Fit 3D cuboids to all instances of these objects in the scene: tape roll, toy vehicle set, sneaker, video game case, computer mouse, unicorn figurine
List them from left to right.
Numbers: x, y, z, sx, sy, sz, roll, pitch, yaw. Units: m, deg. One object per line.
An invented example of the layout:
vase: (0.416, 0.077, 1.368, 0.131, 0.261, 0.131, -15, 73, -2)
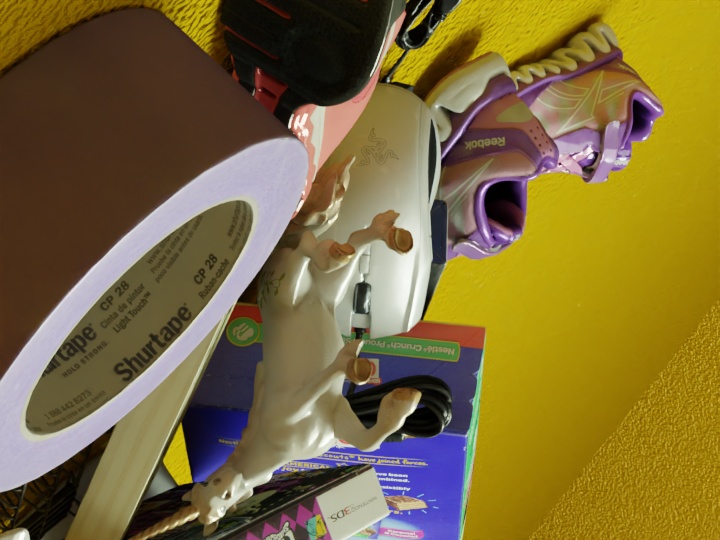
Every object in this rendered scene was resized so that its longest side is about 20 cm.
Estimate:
tape roll: (-0.120, -0.007, 0.977, 0.200, 0.085, 0.200, -45, 167, -13)
video game case: (-0.111, 0.160, 1.282, 0.181, 0.036, 0.200, -25, -173, -37)
toy vehicle set: (-0.095, 0.048, 1.200, 0.124, 0.026, 0.200, -67, -177, -61)
unicorn figurine: (-0.031, 0.052, 1.188, 0.137, 0.074, 0.200, -26, -138, 49)
sneaker: (-0.021, -0.108, 1.073, 0.087, 0.074, 0.200, -55, 178, -35)
computer mouse: (0.000, 0.000, 1.256, 0.044, 0.109, 0.201, -71, 165, -77)
computer mouse: (0.026, -0.101, 1.284, 0.059, 0.034, 0.200, -35, 162, -41)
sneaker: (0.051, -0.034, 1.416, 0.080, 0.088, 0.200, -33, 162, -52)
sneaker: (0.133, -0.091, 1.541, 0.200, 0.088, 0.081, -34, 163, -42)

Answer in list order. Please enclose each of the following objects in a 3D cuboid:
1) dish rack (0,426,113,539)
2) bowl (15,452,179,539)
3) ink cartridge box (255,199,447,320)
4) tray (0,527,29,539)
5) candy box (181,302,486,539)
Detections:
dish rack: (-0.197, 0.118, 1.181, 0.153, 0.055, 0.200, -38, 167, -29)
bowl: (-0.167, 0.205, 1.450, 0.201, 0.090, 0.201, -43, 167, -13)
ink cartridge box: (-0.012, 0.019, 1.380, 0.200, 0.094, 0.044, 108, -13, -62)
tray: (-0.246, 0.182, 1.108, 0.200, 0.022, 0.107, -21, 160, -13)
candy box: (-0.015, 0.099, 1.399, 0.200, 0.169, 0.077, 90, 8, -63)
